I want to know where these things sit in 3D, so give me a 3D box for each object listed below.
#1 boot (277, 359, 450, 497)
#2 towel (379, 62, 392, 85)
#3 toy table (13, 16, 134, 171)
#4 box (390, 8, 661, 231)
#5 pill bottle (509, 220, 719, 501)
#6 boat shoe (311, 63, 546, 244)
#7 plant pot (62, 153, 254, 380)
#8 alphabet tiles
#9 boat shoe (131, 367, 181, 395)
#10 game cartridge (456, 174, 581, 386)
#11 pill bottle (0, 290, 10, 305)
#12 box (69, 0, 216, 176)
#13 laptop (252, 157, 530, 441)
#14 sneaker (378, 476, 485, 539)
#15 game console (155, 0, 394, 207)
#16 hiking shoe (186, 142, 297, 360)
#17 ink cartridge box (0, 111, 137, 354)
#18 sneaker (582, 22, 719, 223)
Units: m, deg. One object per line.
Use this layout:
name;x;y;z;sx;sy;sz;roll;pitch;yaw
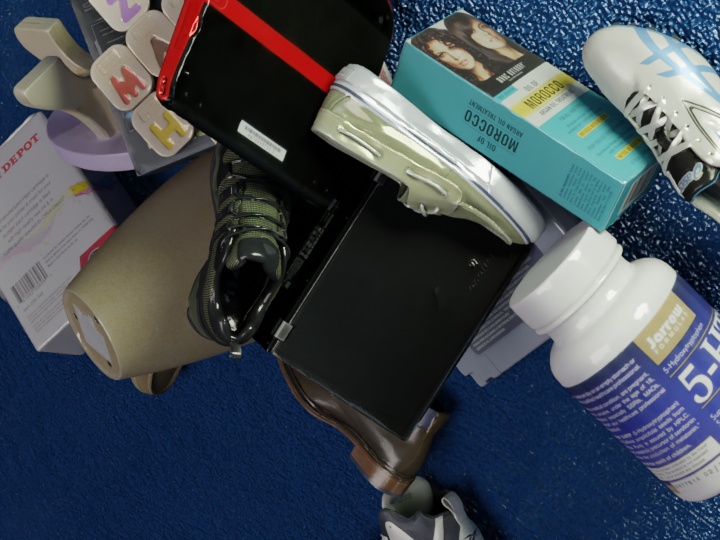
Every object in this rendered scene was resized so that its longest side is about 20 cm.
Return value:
boot;0.003;0.112;1.313;0.200;0.075;0.097;47;113;24
towel;-0.027;-0.110;1.204;0.199;0.030;0.147;-10;109;43
toy table;-0.230;-0.174;1.243;0.198;0.185;0.118;0;134;29
box;0.126;-0.116;1.018;0.199;0.082;0.049;36;134;18
pill bottle;0.211;0.062;1.011;0.200;0.120;0.120;43;138;-4
boat shoe;0.051;-0.075;1.036;0.199;0.062;0.072;36;179;-9
plant pot;-0.163;0.010;1.245;0.187;0.199;0.188;40;149;30
alphabet tiles;-0.116;-0.189;1.083;0.200;0.015;0.196;-41;92;8
boat shoe;-0.193;0.069;1.442;0.065;0.072;0.201;38;131;18
game cartridge;0.118;0.004;1.142;0.134;0.041;0.200;54;139;6
pill bottle;-0.386;-0.033;1.514;0.200;0.112;0.112;38;136;16
box;-0.118;-0.185;1.117;0.199;0.051;0.159;-21;93;8
laptop;0.000;0.000;1.125;0.116;0.188;0.200;33;-179;-37
sneaker;0.041;0.260;1.354;0.198;0.079;0.131;-10;104;50
game console;-0.057;-0.162;1.004;0.031;0.178;0.200;12;168;40
hiking shoe;-0.077;-0.034;1.048;0.101;0.075;0.202;-152;71;-65
ink cartridge box;-0.303;-0.037;1.382;0.147;0.086;0.201;-40;69;14
sneaker;0.228;-0.095;0.948;0.200;0.072;0.072;46;140;10
